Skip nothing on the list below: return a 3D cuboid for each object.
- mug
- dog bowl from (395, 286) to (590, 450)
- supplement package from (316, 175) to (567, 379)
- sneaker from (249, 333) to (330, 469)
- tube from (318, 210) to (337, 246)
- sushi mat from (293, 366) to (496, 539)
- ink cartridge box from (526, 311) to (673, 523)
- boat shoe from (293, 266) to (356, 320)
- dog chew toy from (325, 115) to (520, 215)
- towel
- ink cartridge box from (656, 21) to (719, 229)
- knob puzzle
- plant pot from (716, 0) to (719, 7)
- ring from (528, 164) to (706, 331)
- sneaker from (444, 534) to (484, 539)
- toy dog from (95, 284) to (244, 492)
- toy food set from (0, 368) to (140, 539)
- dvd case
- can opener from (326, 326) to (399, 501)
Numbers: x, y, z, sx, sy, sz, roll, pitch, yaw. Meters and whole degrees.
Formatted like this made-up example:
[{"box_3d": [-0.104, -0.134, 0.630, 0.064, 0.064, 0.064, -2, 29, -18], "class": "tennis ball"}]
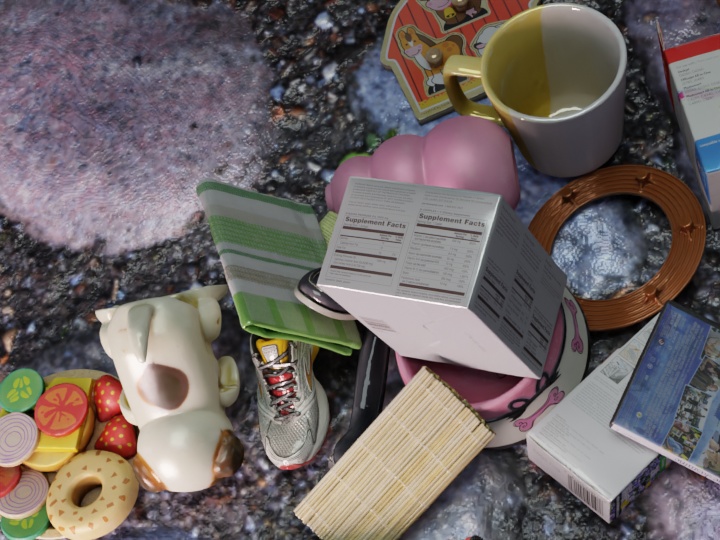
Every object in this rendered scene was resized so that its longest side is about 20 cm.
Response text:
[{"box_3d": [0.201, -0.186, 1.732, 0.149, 0.153, 0.187, -42, 58, -9], "class": "mug"}, {"box_3d": [0.123, 0.072, 1.633, 0.200, 0.074, 0.201, -10, 64, 21], "class": "dog bowl"}, {"box_3d": [0.080, 0.008, 1.519, 0.155, 0.200, 0.111, 9, 72, 28], "class": "supplement package"}, {"box_3d": [-0.083, 0.106, 1.681, 0.078, 0.082, 0.200, -14, 67, 17], "class": "sneaker"}, {"box_3d": [-0.032, -0.025, 1.773, 0.200, 0.052, 0.058, -52, 20, -9], "class": "tube"}, {"box_3d": [0.032, 0.194, 1.584, 0.096, 0.012, 0.200, 43, 100, 6], "class": "sushi mat"}, {"box_3d": [0.267, 0.137, 1.585, 0.200, 0.050, 0.109, -40, 58, -20], "class": "ink cartridge box"}, {"box_3d": [0.000, 0.000, 1.660, 0.073, 0.200, 0.063, 35, 113, 20], "class": "boat shoe"}, {"box_3d": [0.063, -0.091, 1.706, 0.200, 0.125, 0.125, -8, 59, 9], "class": "dog chew toy"}, {"box_3d": [-0.087, -0.003, 1.675, 0.031, 0.149, 0.200, -50, 43, 33], "class": "towel"}, {"box_3d": [0.363, -0.159, 1.692, 0.067, 0.116, 0.200, -16, 59, 8], "class": "ink cartridge box"}, {"box_3d": [0.113, -0.282, 1.886, 0.219, 0.030, 0.220, -7, 59, 12], "class": "knob puzzle"}, {"box_3d": [0.453, -0.345, 1.742, 0.140, 0.200, 0.200, -4, 59, 32], "class": "plant pot"}, {"box_3d": [0.254, -0.028, 1.684, 0.200, 0.019, 0.201, -14, 53, 19], "class": "ring"}, {"box_3d": [0.068, 0.344, 1.526, 0.093, 0.070, 0.200, -8, 59, 31], "class": "sneaker"}, {"box_3d": [-0.180, 0.123, 1.656, 0.139, 0.194, 0.200, -12, 91, -7], "class": "toy dog"}, {"box_3d": [-0.316, 0.191, 1.725, 0.198, 0.049, 0.200, -1, 61, 16], "class": "toy food set"}, {"box_3d": [0.350, 0.131, 1.544, 0.200, 0.018, 0.143, 27, 67, 4], "class": "dvd case"}, {"box_3d": [0.010, 0.138, 1.654, 0.078, 0.063, 0.200, 6, 64, -4], "class": "can opener"}]
